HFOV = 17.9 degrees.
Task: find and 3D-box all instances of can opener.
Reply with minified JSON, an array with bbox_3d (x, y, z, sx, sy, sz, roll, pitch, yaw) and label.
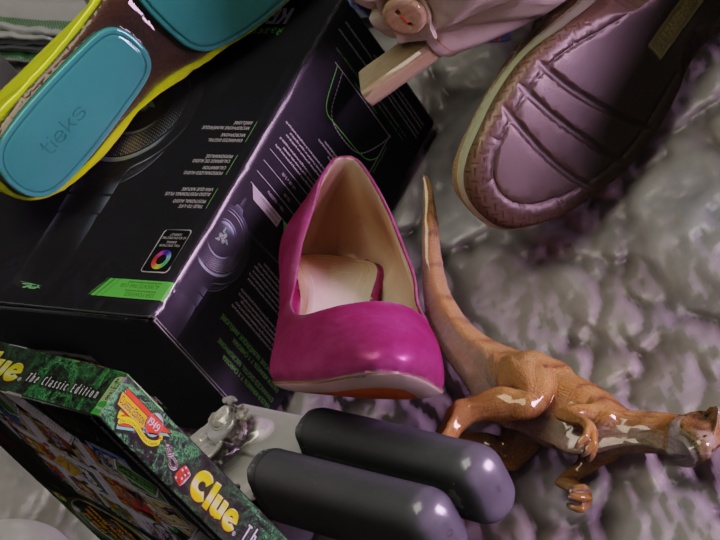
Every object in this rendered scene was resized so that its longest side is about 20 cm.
[{"bbox_3d":[-0.011,0.086,0.897,0.053,0.067,0.200,-41,22,-26],"label":"can opener"}]

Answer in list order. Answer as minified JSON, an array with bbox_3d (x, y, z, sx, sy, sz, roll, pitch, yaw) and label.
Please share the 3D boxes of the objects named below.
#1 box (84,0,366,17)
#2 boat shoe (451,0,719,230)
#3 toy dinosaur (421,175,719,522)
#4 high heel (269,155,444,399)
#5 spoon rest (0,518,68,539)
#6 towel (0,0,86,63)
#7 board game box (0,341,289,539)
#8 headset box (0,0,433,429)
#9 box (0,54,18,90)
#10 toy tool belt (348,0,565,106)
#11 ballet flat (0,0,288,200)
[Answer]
[{"bbox_3d":[-0.043,-0.222,1.195,0.199,0.105,0.185,-8,49,22],"label":"box"},{"bbox_3d":[0.102,-0.094,1.016,0.200,0.072,0.076,-46,25,-21],"label":"boat shoe"},{"bbox_3d":[0.061,0.050,0.917,0.106,0.061,0.200,-39,47,-21],"label":"toy dinosaur"},{"bbox_3d":[0.000,0.000,0.915,0.067,0.200,0.097,4,91,-2],"label":"high heel"},{"bbox_3d":[-0.154,0.170,0.968,0.099,0.061,0.200,-38,25,-1],"label":"spoon rest"},{"bbox_3d":[-0.146,-0.202,1.335,0.149,0.031,0.201,8,57,41],"label":"towel"},{"bbox_3d":[-0.069,0.094,0.848,0.104,0.200,0.024,8,58,41],"label":"board game box"},{"bbox_3d":[-0.092,-0.024,1.067,0.173,0.093,0.201,5,56,42],"label":"headset box"},{"bbox_3d":[-0.243,-0.004,1.163,0.124,0.098,0.201,2,54,39],"label":"box"},{"bbox_3d":[0.043,-0.176,1.034,0.123,0.124,0.201,-43,28,45],"label":"toy tool belt"},{"bbox_3d":[-0.100,-0.113,1.038,0.200,0.067,0.067,-43,25,-2],"label":"ballet flat"}]
